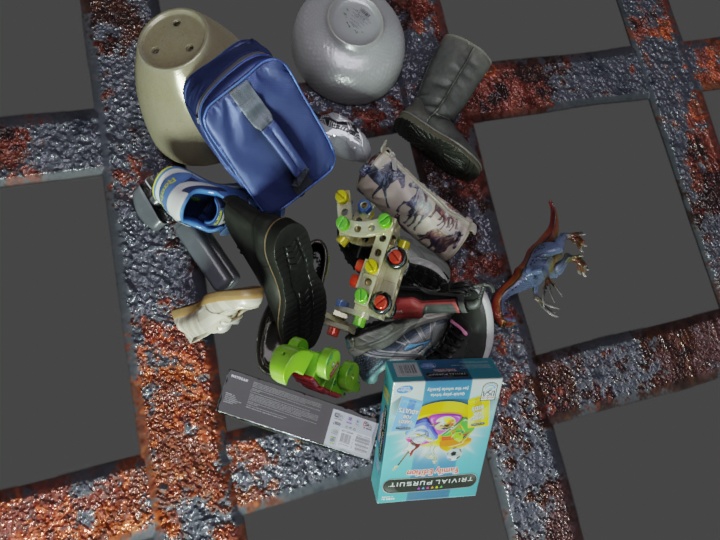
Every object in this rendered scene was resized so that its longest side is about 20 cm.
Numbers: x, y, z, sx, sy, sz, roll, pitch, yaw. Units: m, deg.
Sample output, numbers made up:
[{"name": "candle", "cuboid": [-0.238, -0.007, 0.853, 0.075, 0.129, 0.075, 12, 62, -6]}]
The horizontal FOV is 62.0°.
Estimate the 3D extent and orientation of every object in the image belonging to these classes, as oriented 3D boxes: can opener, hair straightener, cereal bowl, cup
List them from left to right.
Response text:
[{"name": "can opener", "cuboid": [-0.256, -0.049, 0.869, 0.066, 0.053, 0.202, -36, 85, 15]}, {"name": "cup", "cuboid": [-0.236, -0.274, 0.842, 0.193, 0.144, 0.207, -3, 68, 7]}, {"name": "cereal bowl", "cuboid": [-0.016, -0.382, 0.976, 0.193, 0.083, 0.207, 3, 76, -10]}, {"name": "hair straightener", "cuboid": [0.105, 0.027, 0.819, 0.077, 0.197, 0.042, -45, 111, -36]}]

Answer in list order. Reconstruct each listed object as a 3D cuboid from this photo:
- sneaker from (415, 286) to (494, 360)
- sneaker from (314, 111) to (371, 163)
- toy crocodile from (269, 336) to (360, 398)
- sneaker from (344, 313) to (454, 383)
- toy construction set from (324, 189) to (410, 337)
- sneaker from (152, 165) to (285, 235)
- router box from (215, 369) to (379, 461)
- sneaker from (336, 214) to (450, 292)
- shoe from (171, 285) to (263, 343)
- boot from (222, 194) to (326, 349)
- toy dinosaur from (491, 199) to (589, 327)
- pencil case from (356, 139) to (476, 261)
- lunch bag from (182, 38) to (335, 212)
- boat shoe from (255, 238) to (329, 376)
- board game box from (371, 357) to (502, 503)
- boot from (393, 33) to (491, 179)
[{"name": "sneaker", "cuboid": [0.117, 0.119, 0.829, 0.097, 0.071, 0.206, -1, 116, -32]}, {"name": "sneaker", "cuboid": [-0.086, -0.193, 0.920, 0.196, 0.075, 0.117, 29, 73, 2]}, {"name": "toy crocodile", "cuboid": [-0.052, 0.135, 0.786, 0.066, 0.200, 0.063, 13, 75, 24]}, {"name": "sneaker", "cuboid": [0.075, 0.105, 0.889, 0.194, 0.077, 0.089, -17, 98, -13]}, {"name": "toy construction set", "cuboid": [0.000, 0.000, 0.827, 0.128, 0.092, 0.206, 16, 94, 18]}, {"name": "sneaker", "cuboid": [-0.186, -0.084, 0.836, 0.196, 0.082, 0.076, 6, 114, -39]}, {"name": "router box", "cuboid": [-0.085, 0.190, 0.780, 0.194, 0.157, 0.054, 20, 73, -6]}, {"name": "sneaker", "cuboid": [0.050, -0.022, 0.914, 0.197, 0.075, 0.079, 31, 33, 7]}, {"name": "shoe", "cuboid": [-0.184, 0.058, 0.783, 0.069, 0.197, 0.055, -11, 86, -42]}, {"name": "boot", "cuboid": [-0.117, 0.003, 0.796, 0.076, 0.205, 0.137, -27, 41, -35]}, {"name": "toy dinosaur", "cuboid": [0.277, 0.009, 0.964, 0.176, 0.107, 0.202, -19, 43, -2]}, {"name": "pencil case", "cuboid": [0.085, -0.103, 0.922, 0.198, 0.090, 0.078, 39, 54, 0]}, {"name": "lunch bag", "cuboid": [-0.124, -0.176, 0.776, 0.135, 0.133, 0.201, -37, 130, -2]}, {"name": "boat shoe", "cuboid": [-0.099, 0.050, 0.862, 0.070, 0.061, 0.206, 21, 73, -5]}, {"name": "board game box", "cuboid": [0.098, 0.217, 0.806, 0.146, 0.047, 0.206, 0, 116, -11]}, {"name": "boot", "cuboid": [0.166, -0.276, 1.002, 0.180, 0.073, 0.202, 37, 65, -3]}]
